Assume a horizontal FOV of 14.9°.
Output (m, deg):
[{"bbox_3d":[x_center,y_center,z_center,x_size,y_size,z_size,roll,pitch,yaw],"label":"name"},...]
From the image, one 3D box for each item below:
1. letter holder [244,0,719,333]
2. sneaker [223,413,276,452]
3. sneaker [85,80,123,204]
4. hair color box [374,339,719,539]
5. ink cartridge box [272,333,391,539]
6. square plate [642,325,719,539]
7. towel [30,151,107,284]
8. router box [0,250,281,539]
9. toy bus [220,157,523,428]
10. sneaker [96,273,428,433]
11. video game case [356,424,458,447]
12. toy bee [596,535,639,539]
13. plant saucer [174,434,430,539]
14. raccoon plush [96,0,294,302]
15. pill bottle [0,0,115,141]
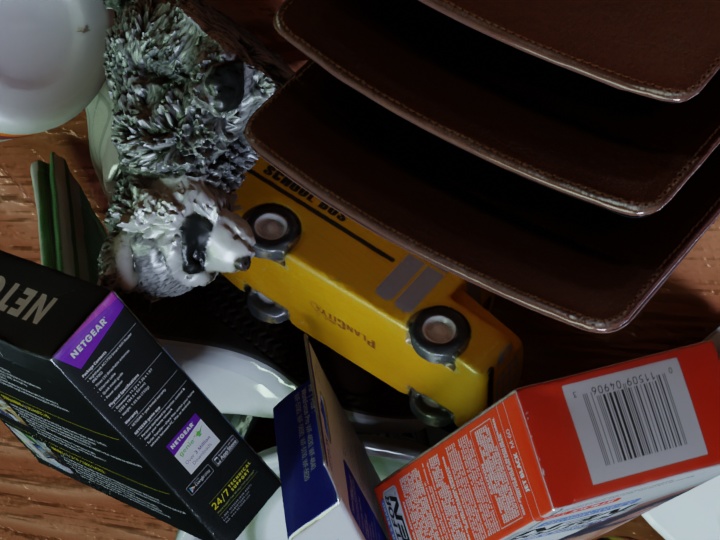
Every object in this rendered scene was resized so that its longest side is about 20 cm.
[{"bbox_3d":[0.056,-0.083,1.148,0.199,0.142,0.101,29,150,26],"label":"letter holder"},{"bbox_3d":[-0.035,0.140,1.599,0.083,0.077,0.200,3,136,49],"label":"sneaker"},{"bbox_3d":[-0.108,-0.041,1.516,0.081,0.075,0.200,56,167,31],"label":"sneaker"},{"bbox_3d":[0.094,0.099,1.349,0.200,0.110,0.064,140,115,-66],"label":"hair color box"},{"bbox_3d":[-0.004,0.136,1.427,0.039,0.100,0.201,-19,129,8],"label":"ink cartridge box"},{"bbox_3d":[0.213,0.127,1.359,0.200,0.028,0.198,43,153,1],"label":"square plate"},{"bbox_3d":[-0.140,0.047,1.611,0.153,0.023,0.201,-103,-10,-48],"label":"towel"},{"bbox_3d":[-0.146,0.058,1.415,0.200,0.051,0.149,17,151,54],"label":"router box"},{"bbox_3d":[0.000,0.000,1.406,0.199,0.078,0.065,31,149,22],"label":"toy bus"},{"bbox_3d":[-0.052,0.047,1.507,0.199,0.073,0.085,19,151,-5],"label":"sneaker"},{"bbox_3d":[0.006,0.112,1.613,0.199,0.026,0.181,23,146,34],"label":"video game case"},{"bbox_3d":[0.168,0.221,1.486,0.131,0.108,0.201,32,132,32],"label":"toy bee"},{"bbox_3d":[-0.006,0.152,1.541,0.198,0.050,0.201,-1,131,-1],"label":"plant saucer"},{"bbox_3d":[-0.112,-0.076,1.380,0.097,0.134,0.200,23,-162,-51],"label":"raccoon plush"},{"bbox_3d":[-0.217,-0.120,1.484,0.110,0.110,0.200,52,156,-17],"label":"pill bottle"}]
